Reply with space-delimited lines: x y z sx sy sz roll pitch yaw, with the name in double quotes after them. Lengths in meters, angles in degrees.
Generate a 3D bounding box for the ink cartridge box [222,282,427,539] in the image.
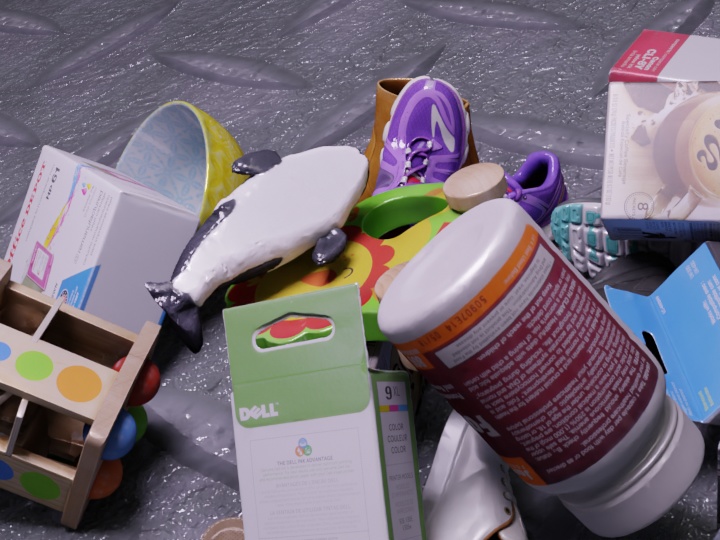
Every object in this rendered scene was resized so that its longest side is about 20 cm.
-0.021 0.117 0.706 0.103 0.201 0.059 -11 -9 27 "ink cartridge box"

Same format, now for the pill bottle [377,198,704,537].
0.115 0.064 0.690 0.114 0.200 0.114 -41 13 12 "pill bottle"

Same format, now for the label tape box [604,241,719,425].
0.294 0.046 0.808 0.199 0.066 0.144 8 35 -9 "label tape box"

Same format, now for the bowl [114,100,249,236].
-0.157 -0.051 1.070 0.107 0.201 0.200 17 18 -37 "bowl"

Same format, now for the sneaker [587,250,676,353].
0.179 0.050 0.885 0.199 0.076 0.091 -21 43 -7 "sneaker"

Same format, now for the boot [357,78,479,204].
0.025 -0.123 1.099 0.200 0.145 0.071 9 40 28 "boot"

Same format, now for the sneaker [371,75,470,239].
0.046 -0.072 0.992 0.080 0.201 0.083 15 6 3 "sneaker"

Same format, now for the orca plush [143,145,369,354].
-0.070 -0.014 0.823 0.105 0.071 0.200 30 60 6 "orca plush"

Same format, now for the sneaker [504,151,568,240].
0.115 -0.043 1.003 0.080 0.084 0.200 18 47 36 "sneaker"

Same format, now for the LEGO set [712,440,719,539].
0.272 0.156 0.669 0.153 0.116 0.200 14 44 32 "LEGO set"

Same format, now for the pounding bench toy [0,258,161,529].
-0.255 0.124 0.884 0.155 0.200 0.125 23 42 -5 "pounding bench toy"

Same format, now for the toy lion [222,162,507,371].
0.000 0.000 0.829 0.191 0.069 0.200 2 38 32 "toy lion"

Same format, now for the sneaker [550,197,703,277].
0.269 -0.032 0.975 0.199 0.078 0.091 12 33 19 "sneaker"

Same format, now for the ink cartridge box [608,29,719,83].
0.335 -0.125 1.005 0.199 0.146 0.083 16 45 33 "ink cartridge box"

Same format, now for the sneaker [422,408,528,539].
0.088 0.161 0.769 0.084 0.073 0.201 10 53 24 "sneaker"

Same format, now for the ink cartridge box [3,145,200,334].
-0.244 -0.017 1.010 0.084 0.145 0.200 18 5 -36 "ink cartridge box"

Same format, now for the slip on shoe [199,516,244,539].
-0.083 0.232 0.726 0.076 0.061 0.200 -10 36 3 "slip on shoe"

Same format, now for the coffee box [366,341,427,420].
-0.004 0.084 0.857 0.079 0.114 0.200 1 39 18 "coffee box"

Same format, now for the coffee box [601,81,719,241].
0.295 -0.083 0.866 0.199 0.080 0.114 2 80 19 "coffee box"
